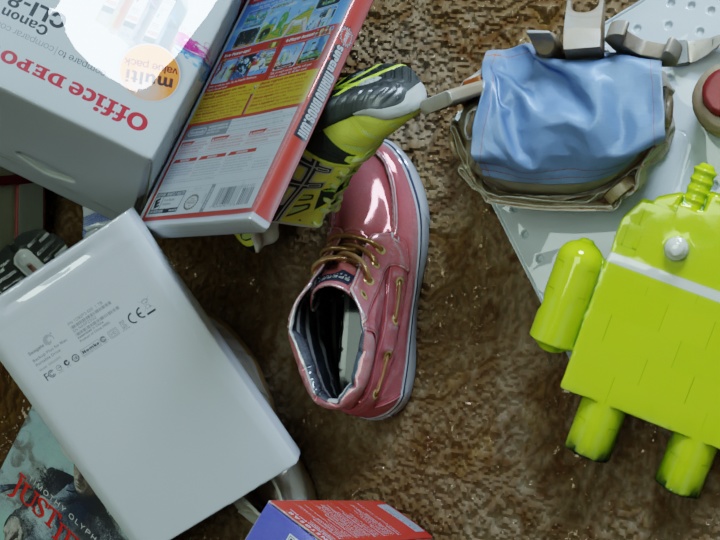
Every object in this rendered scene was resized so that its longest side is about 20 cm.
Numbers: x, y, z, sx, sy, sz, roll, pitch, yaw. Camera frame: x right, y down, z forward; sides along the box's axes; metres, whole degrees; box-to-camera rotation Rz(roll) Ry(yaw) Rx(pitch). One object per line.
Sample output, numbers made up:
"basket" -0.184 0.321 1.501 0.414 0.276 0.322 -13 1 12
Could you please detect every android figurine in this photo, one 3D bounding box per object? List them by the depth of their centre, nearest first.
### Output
"android figurine" 0.203 0.035 0.857 0.181 0.041 0.201 22 103 11

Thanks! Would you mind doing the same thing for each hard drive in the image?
"hard drive" -0.149 0.077 0.922 0.132 0.026 0.200 -32 100 11

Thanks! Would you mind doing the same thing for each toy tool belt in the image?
"toy tool belt" 0.147 -0.103 0.854 0.199 0.123 0.126 -6 80 22

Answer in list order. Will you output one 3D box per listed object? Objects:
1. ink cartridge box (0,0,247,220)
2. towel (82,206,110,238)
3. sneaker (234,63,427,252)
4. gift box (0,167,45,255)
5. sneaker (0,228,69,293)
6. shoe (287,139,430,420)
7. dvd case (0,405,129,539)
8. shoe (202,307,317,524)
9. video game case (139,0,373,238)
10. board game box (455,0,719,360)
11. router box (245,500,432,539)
"ink cartridge box" -0.174 -0.160 0.957 0.145 0.145 0.201 25 70 -6
"towel" -0.164 -0.131 1.073 0.146 0.024 0.201 -13 77 20
"sneaker" -0.025 -0.075 0.921 0.200 0.075 0.077 -23 101 43
"gift box" -0.338 -0.105 1.050 0.184 0.187 0.201 13 102 26
"sneaker" -0.189 0.049 1.017 0.078 0.090 0.200 -39 55 -11
"shoe" 0.000 0.000 0.945 0.071 0.091 0.201 -2 81 22
"dvd case" -0.217 0.194 1.017 0.146 0.022 0.201 38 109 20
"shoe" -0.098 0.101 0.991 0.070 0.053 0.200 -40 69 12
"video game case" -0.065 -0.112 0.900 0.143 0.017 0.201 -1 60 52
"board game box" 0.188 -0.066 0.913 0.199 0.026 0.201 -30 72 16
"router box" -0.052 0.243 0.881 0.049 0.179 0.201 32 95 24
